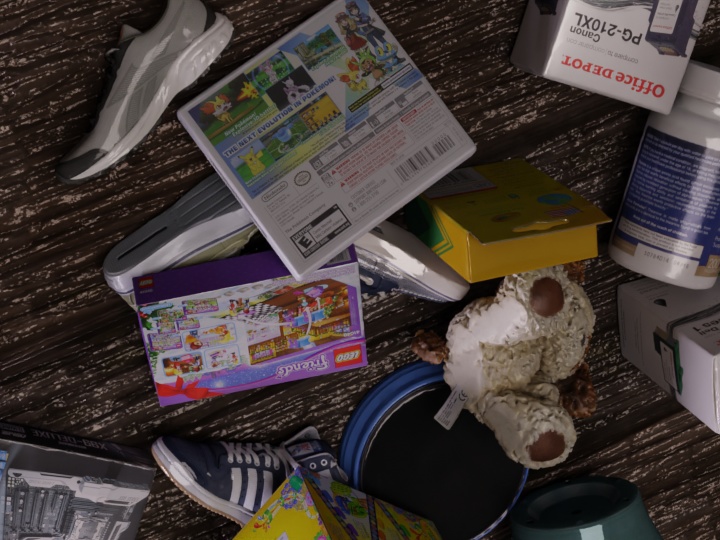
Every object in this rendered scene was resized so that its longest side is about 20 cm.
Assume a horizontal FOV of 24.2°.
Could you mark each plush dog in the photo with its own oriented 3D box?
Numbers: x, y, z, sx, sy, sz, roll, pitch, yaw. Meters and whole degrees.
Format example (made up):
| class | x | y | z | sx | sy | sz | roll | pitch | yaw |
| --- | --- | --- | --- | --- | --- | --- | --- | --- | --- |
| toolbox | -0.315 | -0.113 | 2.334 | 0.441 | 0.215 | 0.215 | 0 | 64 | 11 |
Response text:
| class | x | y | z | sx | sy | sz | roll | pitch | yaw |
| --- | --- | --- | --- | --- | --- | --- | --- | --- | --- |
| plush dog | 0.159 | 0.067 | 1.594 | 0.171 | 0.159 | 0.203 | -18 | 110 | -44 |

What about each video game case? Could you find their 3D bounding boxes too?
| class | x | y | z | sx | sy | sz | roll | pitch | yaw |
| --- | --- | --- | --- | --- | --- | --- | --- | --- | --- |
| video game case | -0.029 | -0.121 | 1.463 | 0.199 | 0.022 | 0.183 | -36 | 85 | -13 |

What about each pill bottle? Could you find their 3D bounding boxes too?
| class | x | y | z | sx | sy | sz | roll | pitch | yaw |
| --- | --- | --- | --- | --- | --- | --- | --- | --- | --- |
| pill bottle | 0.315 | -0.093 | 1.601 | 0.110 | 0.111 | 0.202 | 11 | 104 | -22 |

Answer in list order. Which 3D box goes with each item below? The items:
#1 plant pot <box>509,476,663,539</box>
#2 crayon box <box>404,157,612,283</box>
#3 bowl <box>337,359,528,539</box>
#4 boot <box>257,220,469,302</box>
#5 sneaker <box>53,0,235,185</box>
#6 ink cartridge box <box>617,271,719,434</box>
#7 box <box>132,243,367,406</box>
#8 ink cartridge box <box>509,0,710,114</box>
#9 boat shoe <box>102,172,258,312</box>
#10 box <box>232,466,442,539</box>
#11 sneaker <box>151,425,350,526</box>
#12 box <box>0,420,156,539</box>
| class | x | y | z | sx | sy | sz | roll | pitch | yaw |
| --- | --- | --- | --- | --- | --- | --- | --- | --- | --- |
| plant pot | 0.230 | 0.316 | 1.669 | 0.198 | 0.200 | 0.190 | -17 | 103 | -13 |
| crayon box | 0.128 | -0.043 | 1.504 | 0.125 | 0.200 | 0.051 | -11 | 111 | -15 |
| bowl | 0.077 | 0.187 | 1.651 | 0.198 | 0.039 | 0.203 | -6 | 109 | -17 |
| boot | 0.000 | 0.000 | 1.555 | 0.199 | 0.073 | 0.091 | 28 | 109 | -21 |
| sneaker | -0.197 | -0.156 | 1.434 | 0.079 | 0.074 | 0.201 | 41 | 85 | -16 |
| ink cartridge box | 0.357 | 0.067 | 1.618 | 0.144 | 0.200 | 0.085 | -14 | 112 | -15 |
| box | -0.096 | 0.046 | 1.501 | 0.198 | 0.039 | 0.138 | -11 | 135 | -6 |
| ink cartridge box | 0.241 | -0.260 | 1.535 | 0.143 | 0.084 | 0.202 | 13 | 103 | -22 |
| boat shoe | -0.135 | -0.034 | 1.499 | 0.199 | 0.072 | 0.062 | -30 | 130 | 3 |
| box | -0.034 | 0.318 | 1.564 | 0.192 | 0.122 | 0.200 | 28 | 111 | -39 |
| sneaker | -0.096 | 0.181 | 1.572 | 0.199 | 0.070 | 0.109 | 37 | 98 | -32 |
| box | -0.291 | 0.249 | 1.539 | 0.156 | 0.050 | 0.202 | 15 | 102 | -23 |
